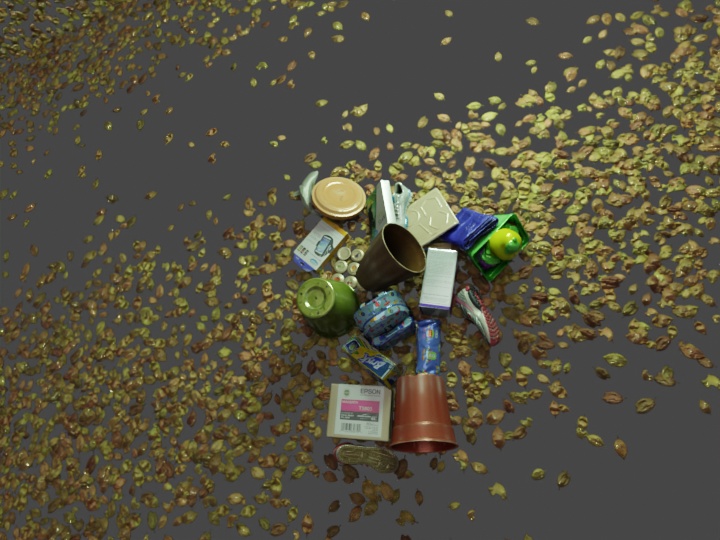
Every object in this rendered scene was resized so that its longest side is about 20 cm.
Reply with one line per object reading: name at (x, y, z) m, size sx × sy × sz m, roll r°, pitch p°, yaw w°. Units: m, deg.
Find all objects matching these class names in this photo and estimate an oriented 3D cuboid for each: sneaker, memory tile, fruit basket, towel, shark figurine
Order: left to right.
shark figurine at (-0.196, -0.274, 1.880) m, size 0.127 × 0.090 × 0.216 m, roll -22°, pitch 65°, yaw 6°
memory tile at (0.000, 0.000, 1.769) m, size 0.199 × 0.017 × 0.154 m, roll 10°, pitch 73°, yaw 17°
sneaker at (0.012, 0.568, 1.538) m, size 0.199 × 0.112 × 0.072 m, roll 17°, pitch 70°, yaw -13°
sneaker at (0.123, -0.216, 1.750) m, size 0.074 × 0.087 × 0.201 m, roll -6°, pitch 60°, yaw 30°
towel at (0.345, -0.144, 1.655) m, size 0.147 × 0.200 × 0.050 m, roll -39°, pitch 110°, yaw -4°
sneaker at (0.372, 0.149, 1.601) m, size 0.075 × 0.080 × 0.201 m, roll -38°, pitch 63°, yaw 29°
fruit basket at (0.448, -0.075, 1.588) m, size 0.215 × 0.156 × 0.216 m, roll -28°, pitch 34°, yaw 21°

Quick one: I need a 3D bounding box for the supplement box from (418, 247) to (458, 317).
supplement box at (0.258, 0.040, 1.646) m, size 0.103 × 0.101 × 0.201 m, roll 5°, pitch 72°, yaw 15°

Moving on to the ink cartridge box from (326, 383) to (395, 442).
ink cartridge box at (0.002, 0.442, 1.574) m, size 0.198 × 0.075 × 0.166 m, roll -1°, pitch 71°, yaw 13°

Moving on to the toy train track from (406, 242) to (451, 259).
toy train track at (0.211, -0.073, 1.736) m, size 0.198 × 0.033 × 0.115 m, roll -2°, pitch 48°, yaw 6°

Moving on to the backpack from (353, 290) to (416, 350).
backpack at (0.076, 0.153, 1.594) m, size 0.182 × 0.200 × 0.135 m, roll -30°, pitch 66°, yaw 0°

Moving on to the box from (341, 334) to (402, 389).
box at (0.034, 0.285, 1.588) m, size 0.064 × 0.070 × 0.200 m, roll -46°, pitch 46°, yaw -15°

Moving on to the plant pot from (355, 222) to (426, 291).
plant pot at (0.081, -0.020, 1.645) m, size 0.200 × 0.186 × 0.188 m, roll -42°, pitch 61°, yaw 36°

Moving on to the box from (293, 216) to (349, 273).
box at (-0.148, -0.085, 1.824) m, size 0.119 × 0.041 × 0.200 m, roll 38°, pitch 85°, yaw 22°

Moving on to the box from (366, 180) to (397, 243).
box at (0.071, -0.191, 1.758) m, size 0.036 × 0.144 × 0.201 m, roll 3°, pitch 65°, yaw -22°

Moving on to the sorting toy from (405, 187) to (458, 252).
sorting toy at (0.224, -0.171, 1.736) m, size 0.184 × 0.036 × 0.201 m, roll -33°, pitch 48°, yaw 12°

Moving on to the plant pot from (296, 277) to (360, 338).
plant pot at (-0.118, 0.108, 1.652) m, size 0.199 × 0.193 × 0.202 m, roll -4°, pitch 73°, yaw 14°

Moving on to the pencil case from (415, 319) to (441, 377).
pencil case at (0.212, 0.248, 1.592) m, size 0.086 × 0.078 × 0.202 m, roll 9°, pitch 69°, yaw -15°

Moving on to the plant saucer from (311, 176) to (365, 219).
plant saucer at (-0.078, -0.269, 1.833) m, size 0.199 × 0.032 × 0.201 m, roll 4°, pitch 54°, yaw -6°

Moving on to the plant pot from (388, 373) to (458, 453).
plant pot at (0.180, 0.419, 1.487) m, size 0.199 × 0.201 × 0.197 m, roll -6°, pitch 60°, yaw 11°
